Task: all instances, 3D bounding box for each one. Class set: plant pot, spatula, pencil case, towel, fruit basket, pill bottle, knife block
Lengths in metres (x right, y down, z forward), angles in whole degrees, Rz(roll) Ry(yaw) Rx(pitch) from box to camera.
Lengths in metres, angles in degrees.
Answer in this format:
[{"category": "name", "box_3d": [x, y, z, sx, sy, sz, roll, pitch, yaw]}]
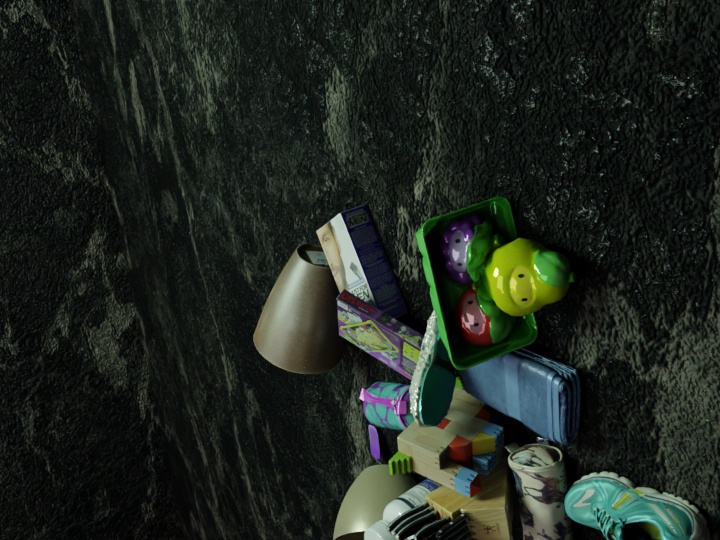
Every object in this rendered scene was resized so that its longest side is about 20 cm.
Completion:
[{"category": "plant pot", "box_3d": [0.048, 0.455, 1.306, 0.201, 0.195, 0.137, 121, 158, -52]}, {"category": "spatula", "box_3d": [0.053, 0.419, 1.403, 0.205, 0.020, 0.056, 69, 162, -2]}, {"category": "pencil case", "box_3d": [0.261, 0.348, 0.979, 0.089, 0.076, 0.206, -156, 53, -65]}, {"category": "towel", "box_3d": [0.222, 0.158, 0.961, 0.198, 0.048, 0.115, 22, 125, 51]}, {"category": "pencil case", "box_3d": [0.068, 0.234, 1.180, 0.200, 0.090, 0.087, 154, 135, -70]}, {"category": "fruit basket", "box_3d": [0.171, 0.015, 0.886, 0.215, 0.152, 0.221, 162, 90, -76]}, {"category": "pill bottle", "box_3d": [0.106, 0.426, 1.152, 0.110, 0.197, 0.114, 34, 135, 43]}, {"category": "knife block", "box_3d": [0.133, 0.350, 0.990, 0.171, 0.200, 0.066, -8, 103, 16]}, {"category": "plant pot", "box_3d": [-0.100, 0.060, 1.321, 0.186, 0.184, 0.204, 40, 124, 39]}]

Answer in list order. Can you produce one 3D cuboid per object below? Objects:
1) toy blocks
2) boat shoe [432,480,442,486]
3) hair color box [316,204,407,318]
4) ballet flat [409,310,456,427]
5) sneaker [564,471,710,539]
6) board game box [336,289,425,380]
[{"category": "toy blocks", "box_3d": [0.152, 0.250, 1.015, 0.134, 0.199, 0.103, 13, 122, 36]}, {"category": "boat shoe", "box_3d": [0.136, 0.319, 1.114, 0.200, 0.072, 0.062, 169, 80, -85]}, {"category": "hair color box", "box_3d": [0.000, 0.000, 1.213, 0.109, 0.064, 0.205, -28, 82, 59]}, {"category": "ballet flat", "box_3d": [0.111, 0.145, 1.027, 0.070, 0.204, 0.072, 15, 153, 8]}, {"category": "sneaker", "box_3d": [0.327, 0.307, 0.848, 0.199, 0.078, 0.080, -13, 97, 60]}, {"category": "board game box", "box_3d": [0.046, 0.119, 1.150, 0.197, 0.032, 0.122, 30, 145, 20]}]
